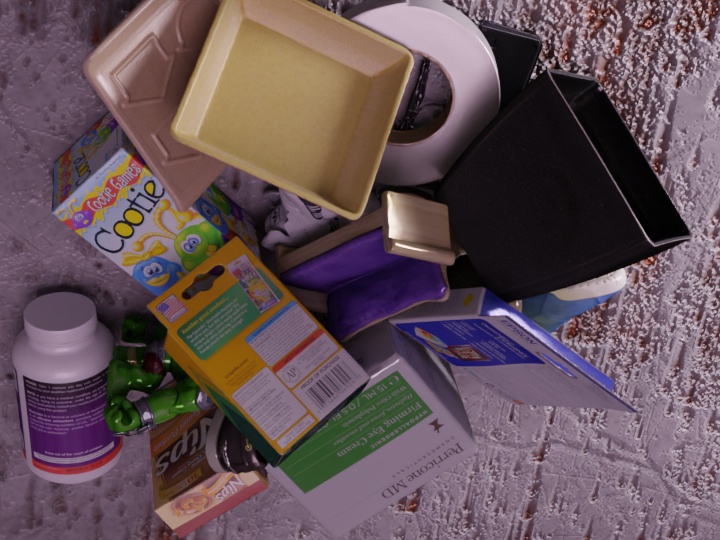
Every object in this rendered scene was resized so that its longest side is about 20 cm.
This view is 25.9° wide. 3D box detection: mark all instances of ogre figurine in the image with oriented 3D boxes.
[{"bbox_3d":[-0.203,0.106,1.658,0.120,0.200,0.098,-4,98,1],"label":"ogre figurine"}]

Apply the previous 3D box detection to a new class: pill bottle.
[{"bbox_3d":[-0.321,0.128,1.717,0.112,0.113,0.200,-3,123,-7],"label":"pill bottle"}]

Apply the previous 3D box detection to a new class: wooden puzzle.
[{"bbox_3d":[-0.173,-0.187,1.537,0.185,0.046,0.200,-51,130,-27],"label":"wooden puzzle"}]

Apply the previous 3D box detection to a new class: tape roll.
[{"bbox_3d":[0.043,-0.184,1.605,0.202,0.037,0.203,1,119,1],"label":"tape roll"}]

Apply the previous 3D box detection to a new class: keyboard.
[{"bbox_3d":[0.102,-0.172,1.652,0.127,0.021,0.200,12,118,-17],"label":"keyboard"}]

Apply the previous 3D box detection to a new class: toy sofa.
[{"bbox_3d":[0.000,0.000,1.577,0.083,0.098,0.200,13,156,-36],"label":"toy sofa"}]

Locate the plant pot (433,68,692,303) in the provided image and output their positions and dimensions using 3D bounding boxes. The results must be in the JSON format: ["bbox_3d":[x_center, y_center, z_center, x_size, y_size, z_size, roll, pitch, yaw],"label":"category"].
[{"bbox_3d":[0.196,-0.071,1.597,0.177,0.200,0.200,-33,81,23],"label":"plant pot"}]

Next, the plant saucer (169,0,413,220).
[{"bbox_3d":[-0.068,-0.163,1.517,0.200,0.200,0.048,24,156,-12],"label":"plant saucer"}]

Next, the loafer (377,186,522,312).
[{"bbox_3d":[0.093,-0.016,1.673,0.200,0.067,0.076,42,98,8],"label":"loafer"}]

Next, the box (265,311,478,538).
[{"bbox_3d":[-0.010,0.140,1.723,0.199,0.200,0.171,-33,123,11],"label":"box"}]

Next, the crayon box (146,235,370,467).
[{"bbox_3d":[-0.104,0.080,1.562,0.126,0.200,0.052,-39,171,-25],"label":"crayon box"}]

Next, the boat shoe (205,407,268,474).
[{"bbox_3d":[-0.099,0.118,1.618,0.060,0.201,0.072,-2,146,29],"label":"boat shoe"}]

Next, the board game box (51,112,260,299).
[{"bbox_3d":[-0.210,-0.057,1.622,0.103,0.105,0.200,-40,120,15],"label":"board game box"}]

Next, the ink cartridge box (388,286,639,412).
[{"bbox_3d":[0.160,0.081,1.601,0.198,0.200,0.047,35,67,-28],"label":"ink cartridge box"}]

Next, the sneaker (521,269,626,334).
[{"bbox_3d":[0.203,0.054,1.737,0.200,0.077,0.111,-14,120,9],"label":"sneaker"}]

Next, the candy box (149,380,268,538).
[{"bbox_3d":[-0.171,0.188,1.727,0.115,0.200,0.055,-31,122,10],"label":"candy box"}]

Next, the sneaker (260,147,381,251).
[{"bbox_3d":[-0.068,-0.071,1.619,0.115,0.075,0.200,-13,152,27],"label":"sneaker"}]
